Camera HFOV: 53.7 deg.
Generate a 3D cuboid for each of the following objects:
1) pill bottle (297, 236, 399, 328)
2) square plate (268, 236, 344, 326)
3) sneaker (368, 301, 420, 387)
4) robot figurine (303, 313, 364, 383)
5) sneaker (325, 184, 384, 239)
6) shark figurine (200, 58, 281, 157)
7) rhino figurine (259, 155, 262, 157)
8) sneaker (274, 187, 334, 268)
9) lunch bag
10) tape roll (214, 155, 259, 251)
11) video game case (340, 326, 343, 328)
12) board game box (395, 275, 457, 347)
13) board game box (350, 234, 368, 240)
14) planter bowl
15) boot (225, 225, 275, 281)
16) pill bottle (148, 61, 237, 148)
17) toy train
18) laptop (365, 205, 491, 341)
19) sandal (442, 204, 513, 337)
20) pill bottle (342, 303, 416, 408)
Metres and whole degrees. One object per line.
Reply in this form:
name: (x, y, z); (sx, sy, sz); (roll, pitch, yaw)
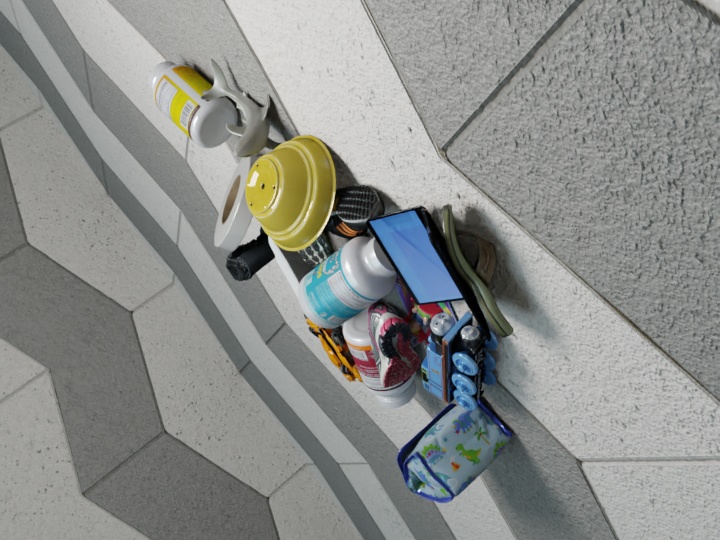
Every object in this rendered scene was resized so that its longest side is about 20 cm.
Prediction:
pill bottle: (-0.013, 0.014, 1.224); (0.199, 0.111, 0.111); (-35, 92, 41)
square plate: (-0.095, 0.029, 1.411); (0.199, 0.028, 0.200); (57, -167, 29)
sneaker: (0.057, 0.135, 1.278); (0.075, 0.080, 0.201); (52, 159, 40)
robot figurine: (-0.047, 0.156, 1.541); (0.201, 0.058, 0.145); (57, 157, -11)
sneaker: (-0.006, -0.091, 1.203); (0.090, 0.070, 0.199); (40, 163, -31)
shark figurine: (-0.198, -0.295, 1.293); (0.216, 0.127, 0.090); (61, 139, 30)
rhino figurine: (-0.145, -0.133, 1.373); (0.060, 0.087, 0.201); (13, 135, 57)
sneaker: (-0.084, -0.096, 1.313); (0.077, 0.088, 0.202); (-21, 95, 44)
lunch bag: (0.165, 0.337, 1.326); (0.128, 0.170, 0.200); (47, 159, 13)
tape roll: (-0.248, -0.138, 1.451); (0.037, 0.205, 0.202); (19, 169, -21)
video game case: (0.011, 0.176, 1.582); (0.181, 0.036, 0.201); (33, 150, 40)
board game box: (0.109, 0.087, 1.243); (0.157, 0.039, 0.201); (16, 138, 57)
board game box: (0.000, 0.000, 1.353); (0.105, 0.023, 0.200); (55, 159, 5)
planter bowl: (-0.137, -0.137, 1.207); (0.199, 0.083, 0.203); (-6, 82, 45)
boot: (-0.225, -0.049, 1.553); (0.077, 0.168, 0.200); (58, 158, -14)
pill bottle: (-0.346, -0.342, 1.442); (0.200, 0.109, 0.110); (43, 156, 27)
toy train: (0.156, 0.146, 1.156); (0.114, 0.087, 0.201); (28, 149, 29)
laptop: (0.094, 0.008, 1.041); (0.178, 0.103, 0.200); (56, -167, -22)
sandal: (0.166, -0.005, 0.973); (0.202, 0.057, 0.080); (59, -166, -10)
pill bottle: (0.045, 0.172, 1.403); (0.113, 0.113, 0.201); (27, 147, 48)
